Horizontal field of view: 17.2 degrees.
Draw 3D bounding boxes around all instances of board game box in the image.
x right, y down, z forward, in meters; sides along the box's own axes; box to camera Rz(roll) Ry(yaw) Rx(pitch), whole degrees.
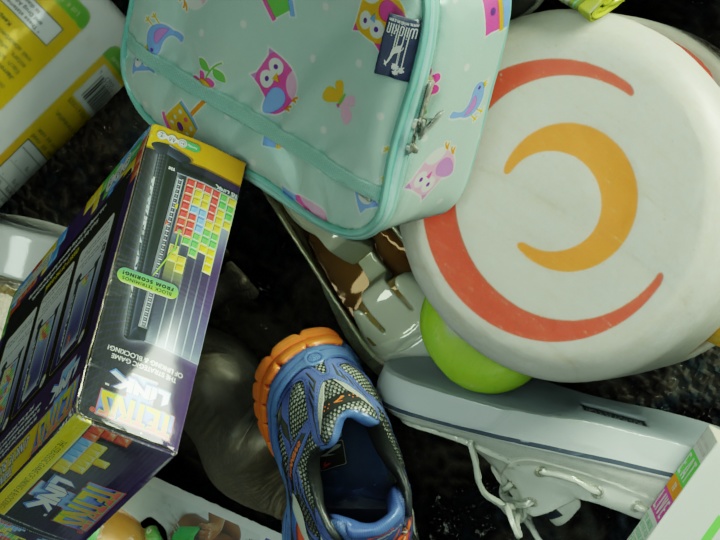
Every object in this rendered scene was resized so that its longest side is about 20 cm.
[{"bbox_3d":[-0.133,0.047,1.174,0.057,0.200,0.166,22,57,-18],"label":"board game box"}]

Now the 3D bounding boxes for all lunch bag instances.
[{"bbox_3d":[-0.026,-0.111,1.151,0.200,0.077,0.161,32,119,32],"label":"lunch bag"}]

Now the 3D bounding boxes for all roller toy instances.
[{"bbox_3d":[0.125,-0.038,1.203,0.199,0.140,0.183,-9,88,25],"label":"roller toy"}]

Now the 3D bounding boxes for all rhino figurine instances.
[{"bbox_3d":[-0.054,0.079,1.293,0.087,0.060,0.200,-39,98,0],"label":"rhino figurine"}]

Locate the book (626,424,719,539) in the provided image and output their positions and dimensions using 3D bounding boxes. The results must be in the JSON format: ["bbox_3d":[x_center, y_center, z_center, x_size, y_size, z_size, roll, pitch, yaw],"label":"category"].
[{"bbox_3d":[0.178,0.194,1.229,0.133,0.048,0.200,30,104,-11],"label":"book"}]

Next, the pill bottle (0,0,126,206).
[{"bbox_3d":[-0.220,-0.086,1.279,0.111,0.111,0.200,44,85,8],"label":"pill bottle"}]

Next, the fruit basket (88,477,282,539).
[{"bbox_3d":[-0.141,0.200,1.288,0.199,0.094,0.186,27,92,-12],"label":"fruit basket"}]

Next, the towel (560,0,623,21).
[{"bbox_3d":[0.071,-0.200,1.179,0.086,0.018,0.200,-39,62,-23],"label":"towel"}]

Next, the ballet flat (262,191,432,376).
[{"bbox_3d":[0.000,0.000,1.277,0.067,0.062,0.200,-40,83,11],"label":"ballet flat"}]

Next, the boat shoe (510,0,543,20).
[{"bbox_3d":[-0.001,-0.166,1.206,0.199,0.057,0.067,18,96,28],"label":"boat shoe"}]

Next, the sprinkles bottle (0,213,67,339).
[{"bbox_3d":[-0.204,0.071,1.330,0.068,0.068,0.201,15,96,13],"label":"sprinkles bottle"}]

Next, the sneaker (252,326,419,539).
[{"bbox_3d":[-0.004,0.130,1.239,0.075,0.078,0.201,-26,120,-11],"label":"sneaker"}]

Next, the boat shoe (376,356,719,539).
[{"bbox_3d":[0.100,0.107,1.247,0.201,0.075,0.086,14,105,-6],"label":"boat shoe"}]
